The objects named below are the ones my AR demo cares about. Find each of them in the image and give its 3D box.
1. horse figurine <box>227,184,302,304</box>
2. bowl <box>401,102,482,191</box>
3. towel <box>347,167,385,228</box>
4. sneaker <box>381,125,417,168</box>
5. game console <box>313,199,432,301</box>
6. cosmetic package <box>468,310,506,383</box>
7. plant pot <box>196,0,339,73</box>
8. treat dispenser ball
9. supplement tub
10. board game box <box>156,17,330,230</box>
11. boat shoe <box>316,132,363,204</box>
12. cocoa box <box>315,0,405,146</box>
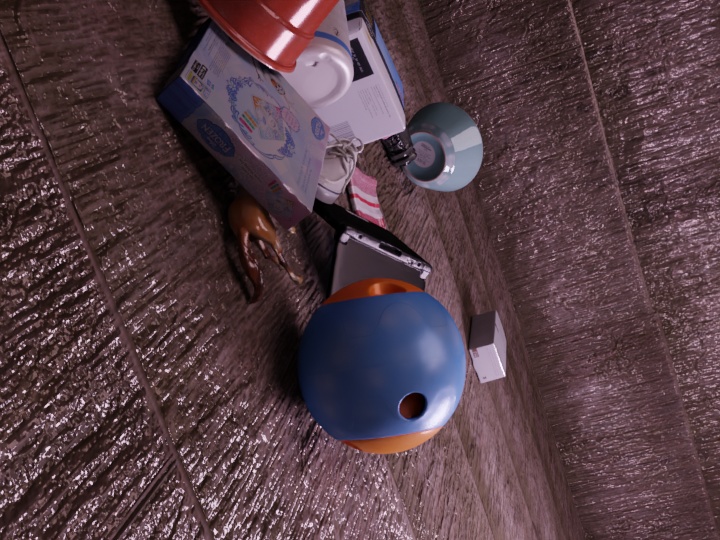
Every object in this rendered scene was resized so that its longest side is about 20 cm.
[{"bbox_3d":[-0.111,-0.064,0.994,0.133,0.049,0.202,49,33,-39],"label":"horse figurine"},{"bbox_3d":[0.162,-0.262,1.942,0.105,0.199,0.204,-33,107,-53],"label":"bowl"},{"bbox_3d":[0.020,-0.077,1.524,0.144,0.022,0.203,9,66,-72],"label":"towel"},{"bbox_3d":[0.075,-0.267,1.806,0.200,0.070,0.101,-13,82,-78],"label":"sneaker"},{"bbox_3d":[0.000,0.000,1.245,0.199,0.117,0.176,24,13,-45],"label":"game console"},{"bbox_3d":[0.327,0.191,2.234,0.200,0.073,0.103,-71,141,-66],"label":"cosmetic package"},{"bbox_3d":[-0.083,-0.374,1.020,0.200,0.195,0.202,42,21,-20],"label":"plant pot"},{"bbox_3d":[0.024,0.111,1.024,0.201,0.198,0.204,-16,90,-74],"label":"treat dispenser ball"},{"bbox_3d":[-0.082,-0.341,1.227,0.132,0.130,0.203,47,30,-58],"label":"supplement tub"},{"bbox_3d":[-0.122,-0.175,0.986,0.199,0.043,0.201,45,28,-23],"label":"board game box"},{"bbox_3d":[-0.034,-0.158,1.255,0.074,0.086,0.202,38,18,-1],"label":"boat shoe"},{"bbox_3d":[-0.020,-0.321,1.413,0.132,0.131,0.201,-91,158,-45],"label":"cocoa box"}]
